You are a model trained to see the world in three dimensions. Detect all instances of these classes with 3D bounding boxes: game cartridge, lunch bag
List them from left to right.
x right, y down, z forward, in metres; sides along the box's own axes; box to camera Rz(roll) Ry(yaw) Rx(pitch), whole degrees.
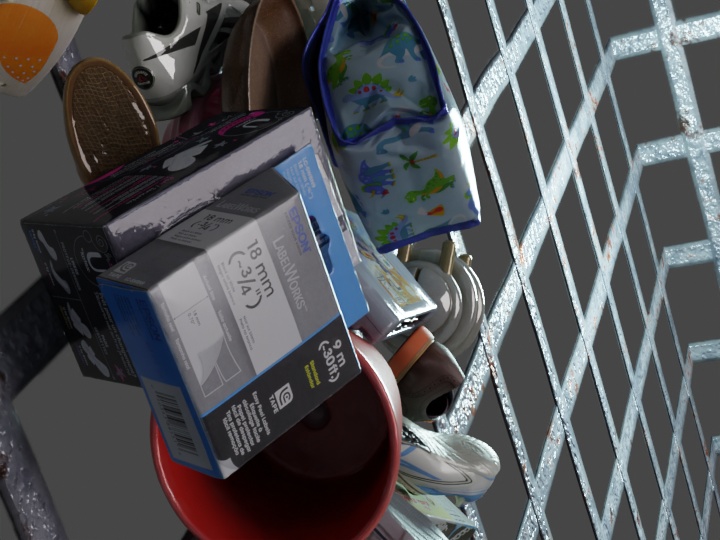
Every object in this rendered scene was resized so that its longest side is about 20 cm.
[{"bbox_3d":[0.000,0.000,1.318,0.133,0.041,0.200,53,13,6],"label":"game cartridge"},{"bbox_3d":[0.023,-0.147,1.328,0.170,0.127,0.201,70,8,-54],"label":"lunch bag"}]

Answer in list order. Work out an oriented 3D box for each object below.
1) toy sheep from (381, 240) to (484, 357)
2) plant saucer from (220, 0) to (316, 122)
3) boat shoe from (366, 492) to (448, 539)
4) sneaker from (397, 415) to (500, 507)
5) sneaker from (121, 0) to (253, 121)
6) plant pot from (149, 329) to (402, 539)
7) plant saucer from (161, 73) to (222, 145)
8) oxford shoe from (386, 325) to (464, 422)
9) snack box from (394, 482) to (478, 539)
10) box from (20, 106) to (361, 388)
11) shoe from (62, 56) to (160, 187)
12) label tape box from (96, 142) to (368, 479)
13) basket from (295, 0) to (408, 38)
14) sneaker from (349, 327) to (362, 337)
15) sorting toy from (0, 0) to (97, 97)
[{"bbox_3d":[0.071,0.036,1.586,0.200,0.137,0.139,26,56,-68],"label":"toy sheep"},{"bbox_3d":[-0.079,-0.138,1.243,0.200,0.036,0.202,-1,90,-76],"label":"plant saucer"},{"bbox_3d":[0.010,0.229,1.303,0.200,0.067,0.073,43,13,17],"label":"boat shoe"},{"bbox_3d":[0.039,0.171,1.367,0.199,0.073,0.072,24,21,-25],"label":"sneaker"},{"bbox_3d":[-0.145,-0.215,1.237,0.200,0.074,0.089,-72,146,-51],"label":"sneaker"},{"bbox_3d":[-0.051,0.124,1.188,0.177,0.199,0.202,-20,99,-79],"label":"plant pot"},{"bbox_3d":[-0.115,-0.067,1.275,0.200,0.051,0.202,-11,90,-68],"label":"plant saucer"},{"bbox_3d":[0.045,0.131,1.440,0.071,0.072,0.200,-47,172,-29],"label":"oxford shoe"},{"bbox_3d":[0.033,0.219,1.443,0.116,0.037,0.200,41,5,28],"label":"snack box"},{"bbox_3d":[-0.116,-0.019,1.060,0.200,0.114,0.133,-33,114,-35],"label":"box"},{"bbox_3d":[-0.179,-0.065,1.123,0.070,0.053,0.201,-26,107,-22],"label":"shoe"},{"bbox_3d":[-0.062,0.021,0.993,0.200,0.063,0.145,-36,119,-33],"label":"label tape box"},{"bbox_3d":[-0.032,-0.301,1.474,0.200,0.138,0.177,-74,144,-68],"label":"basket"},{"bbox_3d":[-0.016,0.048,1.432,0.140,0.077,0.201,-22,101,-67],"label":"sneaker"},{"bbox_3d":[-0.264,-0.245,0.961,0.179,0.106,0.201,18,62,-44],"label":"sorting toy"}]
